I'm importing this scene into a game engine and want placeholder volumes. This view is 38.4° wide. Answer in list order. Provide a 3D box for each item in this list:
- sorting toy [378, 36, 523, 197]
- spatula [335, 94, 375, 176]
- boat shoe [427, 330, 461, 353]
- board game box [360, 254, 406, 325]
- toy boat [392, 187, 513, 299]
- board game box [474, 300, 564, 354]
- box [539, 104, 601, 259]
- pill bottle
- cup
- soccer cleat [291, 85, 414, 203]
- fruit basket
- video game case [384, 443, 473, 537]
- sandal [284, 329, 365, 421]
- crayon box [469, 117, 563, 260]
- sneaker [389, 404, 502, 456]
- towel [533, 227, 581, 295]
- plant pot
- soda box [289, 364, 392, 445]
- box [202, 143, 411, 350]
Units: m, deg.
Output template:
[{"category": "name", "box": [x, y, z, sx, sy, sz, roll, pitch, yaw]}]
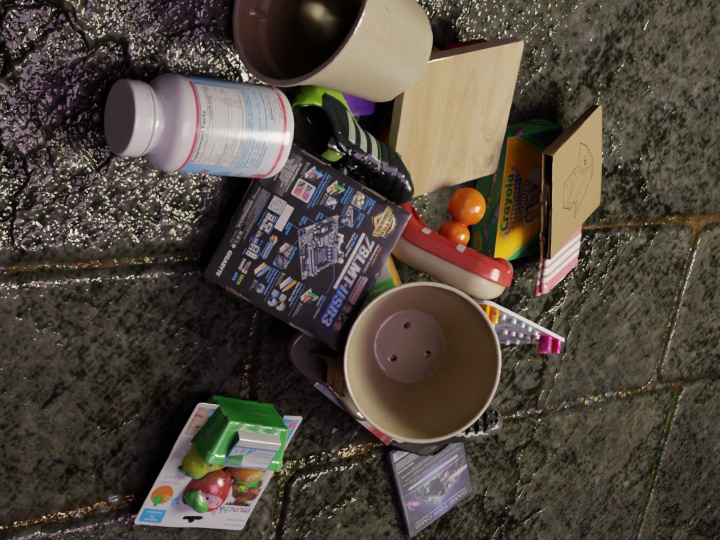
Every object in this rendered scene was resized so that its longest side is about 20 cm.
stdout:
[{"category": "sorting toy", "box": [0.107, -0.213, 1.388, 0.197, 0.070, 0.202, -18, 133, -32]}, {"category": "spatula", "box": [-0.016, -0.169, 1.361, 0.056, 0.021, 0.202, 0, 114, -24]}, {"category": "boat shoe", "box": [0.132, 0.119, 1.482, 0.074, 0.200, 0.063, 16, 72, -11]}, {"category": "board game box", "box": [0.000, 0.000, 1.415, 0.030, 0.094, 0.201, -71, 149, -49]}, {"category": "toy boat", "box": [0.127, -0.052, 1.418, 0.132, 0.198, 0.130, -65, 168, 4]}, {"category": "board game box", "box": [0.164, 0.087, 1.512, 0.199, 0.199, 0.026, 25, 69, -42]}, {"category": "box", "box": [0.310, -0.132, 1.513, 0.200, 0.021, 0.165, -40, 134, -46]}, {"category": "pill bottle", "box": [-0.183, -0.165, 1.175, 0.198, 0.108, 0.110, 1, 111, -38]}, {"category": "cup", "box": [0.071, 0.108, 1.347, 0.198, 0.143, 0.203, 0, 95, -5]}, {"category": "soccer cleat", "box": [-0.012, -0.151, 1.300, 0.200, 0.067, 0.081, 48, 48, -14]}, {"category": "fruit basket", "box": [-0.186, 0.273, 1.399, 0.184, 0.094, 0.202, 17, 104, -42]}, {"category": "video game case", "box": [0.117, 0.334, 1.714, 0.142, 0.019, 0.202, -30, 128, -23]}, {"category": "sandal", "box": [-0.024, 0.142, 1.394, 0.082, 0.054, 0.201, -45, 124, -13]}, {"category": "crayon box", "box": [0.233, -0.120, 1.554, 0.118, 0.058, 0.202, -14, 119, -34]}, {"category": "sneaker", "box": [0.123, 0.245, 1.598, 0.197, 0.067, 0.091, -7, 144, 11]}, {"category": "towel", "box": [0.306, -0.075, 1.585, 0.146, 0.030, 0.202, -31, 129, -54]}, {"category": "plant pot", "box": [-0.016, -0.286, 1.208, 0.183, 0.200, 0.202, 16, 101, -52]}, {"category": "soda box", "box": [-0.011, 0.174, 1.500, 0.064, 0.070, 0.200, -52, 132, -7]}, {"category": "box", "box": [-0.067, -0.034, 1.302, 0.197, 0.050, 0.201, 28, 92, -8]}]
